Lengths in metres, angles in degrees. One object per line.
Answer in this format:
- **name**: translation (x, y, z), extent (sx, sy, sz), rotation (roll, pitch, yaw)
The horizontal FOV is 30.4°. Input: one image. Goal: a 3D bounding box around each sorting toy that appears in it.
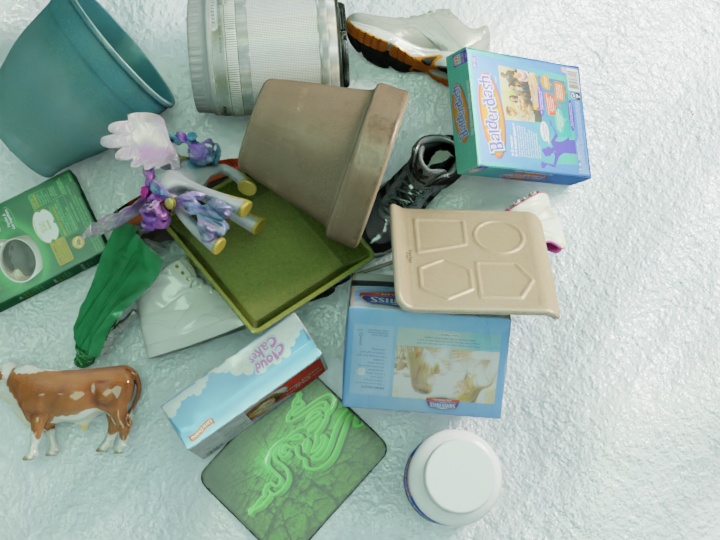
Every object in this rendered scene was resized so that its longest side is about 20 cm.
- **sorting toy**: translation (0.133, -0.007, 1.593), extent (0.197, 0.037, 0.186), rotation (5, 41, -6)

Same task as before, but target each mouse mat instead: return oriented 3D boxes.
- **mouse mat**: translation (-0.084, 0.244, 1.677), extent (0.161, 0.008, 0.200), rotation (42, 81, 6)

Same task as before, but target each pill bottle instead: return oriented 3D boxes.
- **pill bottle**: translation (0.109, 0.248, 1.580), extent (0.110, 0.200, 0.114), rotation (0, 80, 0)

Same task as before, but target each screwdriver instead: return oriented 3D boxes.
- **screwdriver**: translation (0.000, 0.000, 1.711), extent (0.198, 0.028, 0.029), rotation (-23, 52, -6)

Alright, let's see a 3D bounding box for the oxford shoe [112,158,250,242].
- **oxford shoe**: translation (-0.221, -0.084, 1.712), extent (0.198, 0.071, 0.073), rotation (-27, 110, -8)

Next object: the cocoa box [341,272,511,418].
- **cocoa box**: translation (0.078, 0.090, 1.621), extent (0.197, 0.131, 0.135), rotation (4, 108, 0)

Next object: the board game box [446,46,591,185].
- **board game box**: translation (0.203, -0.193, 1.685), extent (0.198, 0.045, 0.154), rotation (3, 77, -36)

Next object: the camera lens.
- **camera lens**: translation (-0.115, -0.281, 1.689), extent (0.197, 0.160, 0.162), rotation (-4, 80, -2)

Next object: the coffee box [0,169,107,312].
- **coffee box**: translation (-0.433, -0.031, 1.701), extent (0.198, 0.044, 0.124), rotation (-28, 81, -6)

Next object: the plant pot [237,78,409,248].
- **plant pot**: translation (-0.051, -0.148, 1.599), extent (0.172, 0.200, 0.203), rotation (19, 80, -3)

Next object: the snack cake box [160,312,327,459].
- **snack cake box**: translation (-0.140, 0.144, 1.635), extent (0.199, 0.115, 0.068), rotation (-35, 76, -6)

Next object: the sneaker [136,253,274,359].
- **sneaker**: translation (-0.191, 0.028, 1.679), extent (0.197, 0.074, 0.117), rotation (-17, 84, -2)

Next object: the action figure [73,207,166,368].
- **action figure**: translation (-0.311, 0.039, 1.658), extent (0.118, 0.054, 0.201), rotation (46, 113, 39)

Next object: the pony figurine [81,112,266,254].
- **pony figurine**: translation (-0.226, -0.101, 1.588), extent (0.199, 0.193, 0.168), rotation (33, 117, 13)

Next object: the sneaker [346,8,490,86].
- **sneaker**: translation (0.078, -0.310, 1.748), extent (0.197, 0.076, 0.093), rotation (19, 73, -5)

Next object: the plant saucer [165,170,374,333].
- **plant saucer**: translation (-0.117, -0.029, 1.664), extent (0.199, 0.048, 0.200), rotation (-32, 69, -26)

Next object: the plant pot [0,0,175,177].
- **plant pot**: translation (-0.368, -0.225, 1.668), extent (0.187, 0.200, 0.201), rotation (-40, 83, 5)

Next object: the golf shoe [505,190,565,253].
- **golf shoe**: translation (0.175, -0.018, 1.693), extent (0.199, 0.075, 0.092), rotation (-34, 85, -5)

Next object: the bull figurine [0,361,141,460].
- **bull figurine**: translation (-0.372, 0.171, 1.657), extent (0.197, 0.065, 0.123), rotation (-4, 88, 5)

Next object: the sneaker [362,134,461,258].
- **sneaker**: translation (0.064, -0.105, 1.684), extent (0.075, 0.114, 0.200), rotation (42, 82, 6)
